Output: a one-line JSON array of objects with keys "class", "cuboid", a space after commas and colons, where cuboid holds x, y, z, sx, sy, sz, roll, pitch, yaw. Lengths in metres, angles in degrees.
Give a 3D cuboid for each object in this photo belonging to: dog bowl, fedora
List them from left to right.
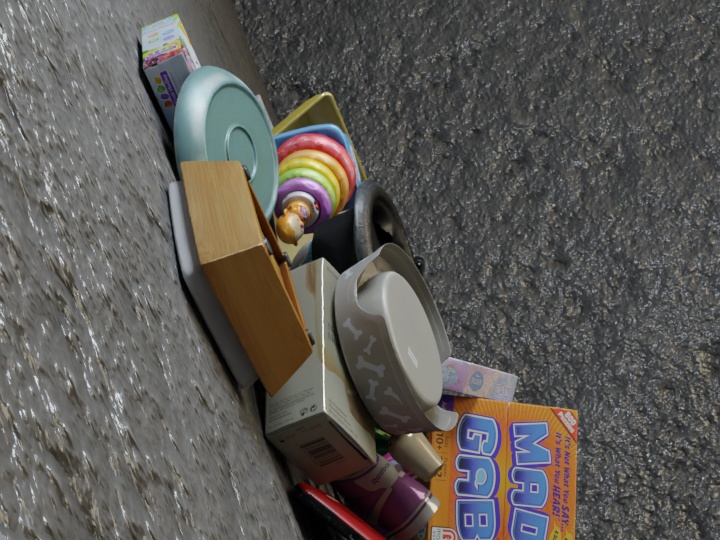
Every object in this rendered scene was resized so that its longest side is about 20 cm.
[{"class": "fedora", "cuboid": [0.000, 0.000, 1.594, 0.200, 0.091, 0.203, -12, 90, -72]}, {"class": "dog bowl", "cuboid": [0.036, 0.076, 1.413, 0.201, 0.058, 0.201, 55, 23, -38]}]

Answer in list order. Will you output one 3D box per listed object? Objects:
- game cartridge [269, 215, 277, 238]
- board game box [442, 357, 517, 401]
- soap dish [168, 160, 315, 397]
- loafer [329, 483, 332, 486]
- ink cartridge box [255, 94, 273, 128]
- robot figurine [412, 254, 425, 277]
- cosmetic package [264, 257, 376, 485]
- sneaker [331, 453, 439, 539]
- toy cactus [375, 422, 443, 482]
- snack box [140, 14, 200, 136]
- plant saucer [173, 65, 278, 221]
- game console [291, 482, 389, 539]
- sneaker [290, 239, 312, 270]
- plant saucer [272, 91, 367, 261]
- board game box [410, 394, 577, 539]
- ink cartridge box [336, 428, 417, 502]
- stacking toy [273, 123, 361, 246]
[{"class": "game cartridge", "cuboid": [-0.121, -0.051, 1.721, 0.130, 0.038, 0.201, -109, -171, -46]}, {"class": "board game box", "cuboid": [0.082, 0.127, 1.800, 0.200, 0.197, 0.044, 21, 81, -64]}, {"class": "soap dish", "cuboid": [-0.111, -0.001, 1.289, 0.201, 0.081, 0.158, -112, 178, -57]}, {"class": "loafer", "cuboid": [-0.006, 0.139, 1.537, 0.076, 0.067, 0.202, -64, 155, -82]}, {"class": "ink cartridge box", "cuboid": [-0.141, -0.134, 1.968, 0.146, 0.083, 0.202, -106, 173, -75]}, {"class": "robot figurine", "cuboid": [-0.013, 0.025, 1.705, 0.145, 0.201, 0.058, 37, 4, -3]}, {"class": "cosmetic package", "cuboid": [-0.040, 0.099, 1.381, 0.105, 0.071, 0.201, 48, 28, -41]}, {"class": "sneaker", "cuboid": [0.007, 0.252, 1.510, 0.114, 0.073, 0.201, 39, -33, 2]}, {"class": "toy cactus", "cuboid": [0.033, 0.179, 1.628, 0.165, 0.201, 0.102, 44, 34, 15]}, {"class": "snack box", "cuboid": [-0.187, -0.173, 1.567, 0.143, 0.053, 0.201, -112, 180, -62]}, {"class": "plant saucer", "cuboid": [-0.138, -0.125, 1.502, 0.200, 0.027, 0.202, 30, 57, -59]}, {"class": "game console", "cuboid": [-0.015, 0.310, 1.361, 0.172, 0.119, 0.200, 36, -7, 13]}, {"class": "sneaker", "cuboid": [-0.076, 0.015, 1.840, 0.201, 0.076, 0.081, 107, -36, -53]}, {"class": "plant saucer", "cuboid": [-0.096, -0.117, 1.844, 0.048, 0.200, 0.201, 35, -21, 40]}, {"class": "board game box", "cuboid": [0.150, 0.284, 1.800, 0.200, 0.198, 0.202, 142, -46, -68]}, {"class": "ink cartridge box", "cuboid": [0.012, 0.209, 1.753, 0.200, 0.118, 0.042, -111, 175, -62]}, {"class": "stacking toy", "cuboid": [-0.068, -0.085, 1.628, 0.200, 0.109, 0.117, -72, 149, -63]}]
